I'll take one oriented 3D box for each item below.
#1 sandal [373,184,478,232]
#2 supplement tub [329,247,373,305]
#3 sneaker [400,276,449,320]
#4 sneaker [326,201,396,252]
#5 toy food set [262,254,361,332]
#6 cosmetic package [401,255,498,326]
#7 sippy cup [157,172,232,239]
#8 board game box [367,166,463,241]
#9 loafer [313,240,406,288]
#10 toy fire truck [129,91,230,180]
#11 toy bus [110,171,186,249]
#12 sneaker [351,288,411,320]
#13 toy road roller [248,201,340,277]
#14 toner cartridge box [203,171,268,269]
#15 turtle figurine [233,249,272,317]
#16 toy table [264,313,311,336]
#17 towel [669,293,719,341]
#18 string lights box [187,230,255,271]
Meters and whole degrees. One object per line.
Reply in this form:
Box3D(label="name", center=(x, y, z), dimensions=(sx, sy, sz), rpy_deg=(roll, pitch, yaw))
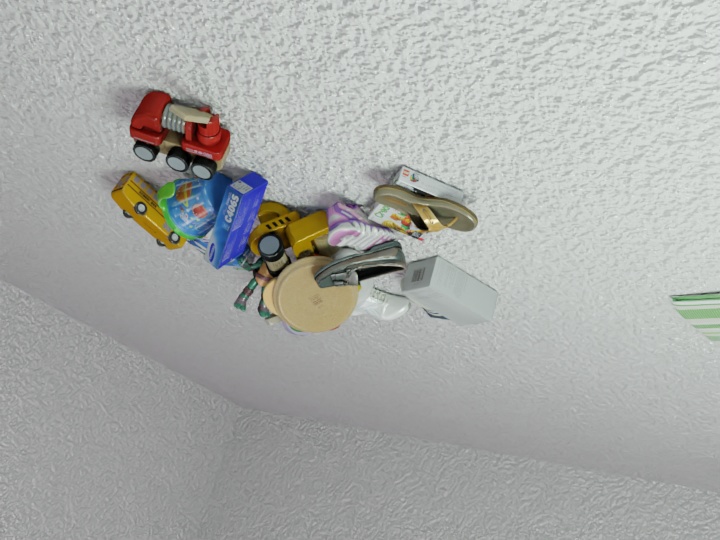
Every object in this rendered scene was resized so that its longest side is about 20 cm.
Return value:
Box3D(label="sandal", center=(0.114, -0.102, 1.366), dimensions=(0.199, 0.054, 0.080), rpy_deg=(17, 158, 1))
Box3D(label="supplement tub", center=(-0.069, 0.032, 1.815), dimensions=(0.140, 0.141, 0.200), rpy_deg=(26, 157, -22))
Box3D(label="sneaker", center=(0.167, 0.076, 1.827), dimensions=(0.199, 0.075, 0.084), rpy_deg=(27, 153, -23))
Box3D(label="sneaker", center=(-0.002, -0.095, 1.553), dimensions=(0.080, 0.089, 0.200), rpy_deg=(-33, 155, 28))
Box3D(label="toy food set", center=(-0.101, 0.056, 1.668), dimensions=(0.198, 0.200, 0.049), rpy_deg=(40, -165, -24))
Box3D(label="cosmetic package", center=(0.208, 0.051, 1.732), dimensions=(0.199, 0.082, 0.113), rpy_deg=(28, 157, -29))
Box3D(label="sippy cup", center=(-0.337, -0.148, 1.614), dimensions=(0.130, 0.178, 0.140), rpy_deg=(-17, 105, 38))
Box3D(label="board game box", center=(0.102, -0.125, 1.443), dimensions=(0.126, 0.035, 0.200), rpy_deg=(22, 158, -9))
Box3D(label="loafer", center=(0.000, 0.000, 1.576), dimensions=(0.199, 0.063, 0.072), rpy_deg=(-22, 155, 4))
Box3D(label="toy fire truck", center=(-0.330, -0.264, 1.345), dimensions=(0.175, 0.129, 0.200), rpy_deg=(18, 147, 0))
Box3D(label="toy bus", center=(-0.494, -0.136, 1.771), dimensions=(0.065, 0.079, 0.200), rpy_deg=(-8, 137, 44))
Box3D(label="sneaker", center=(0.033, 0.080, 1.956), dimensions=(0.199, 0.071, 0.081), rpy_deg=(2, 135, 20))
Box3D(label="toy road roller", center=(-0.151, -0.089, 1.654), dimensions=(0.199, 0.147, 0.123), rpy_deg=(-21, 156, -4))
Box3D(label="toner cartridge box", center=(-0.261, -0.103, 1.563), dimensions=(0.043, 0.095, 0.201), rpy_deg=(35, 126, 12))
Box3D(label="turtle figurine", center=(-0.244, 0.017, 1.906), dimensions=(0.149, 0.201, 0.101), rpy_deg=(24, -158, -2))
Box3D(label="toy table", center=(-0.158, 0.093, 1.989), dimensions=(0.199, 0.185, 0.117), rpy_deg=(-21, -168, -41))
Box3D(label="towel", center=(0.736, 0.096, 1.510), dimensions=(0.200, 0.024, 0.152), rpy_deg=(31, 156, -33))
Box3D(label="string lights box", center=(-0.366, -0.072, 1.901), dimensions=(0.102, 0.059, 0.200), rpy_deg=(5, 155, 33))
